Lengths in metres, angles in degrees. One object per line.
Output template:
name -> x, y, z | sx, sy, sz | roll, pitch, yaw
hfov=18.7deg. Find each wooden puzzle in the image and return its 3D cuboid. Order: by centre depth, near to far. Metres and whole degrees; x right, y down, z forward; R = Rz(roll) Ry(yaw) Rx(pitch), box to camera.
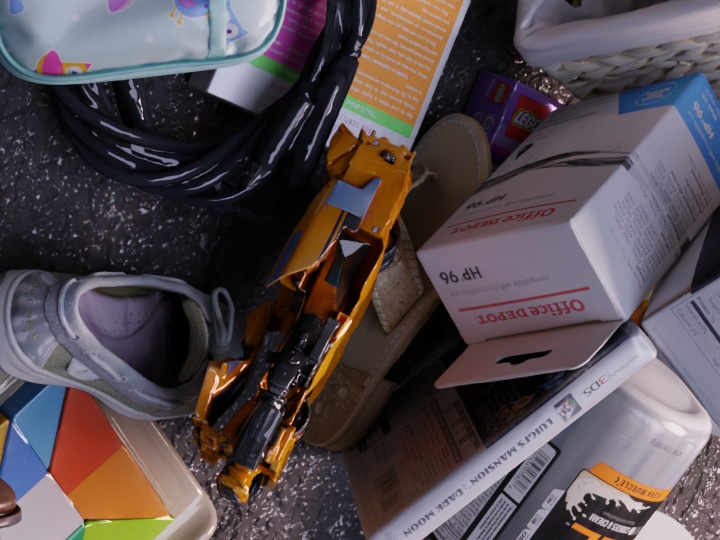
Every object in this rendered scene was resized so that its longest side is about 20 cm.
wooden puzzle -> -0.184, 0.133, 1.188 | 0.185, 0.037, 0.200 | -43, 125, -17

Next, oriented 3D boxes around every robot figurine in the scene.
robot figurine -> -0.033, 0.029, 1.157 | 0.058, 0.145, 0.201 | 26, 74, 4

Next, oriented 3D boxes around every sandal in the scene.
sandal -> 0.004, 0.002, 1.255 | 0.069, 0.078, 0.212 | 19, 99, -44

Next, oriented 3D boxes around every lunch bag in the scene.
lunch bag -> -0.114, -0.195, 1.066 | 0.160, 0.077, 0.201 | -6, 102, -10

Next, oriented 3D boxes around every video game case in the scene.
video game case -> 0.070, 0.073, 1.226 | 0.182, 0.200, 0.023 | -38, 102, 3

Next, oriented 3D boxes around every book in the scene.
book -> 0.000, -0.169, 1.216 | 0.133, 0.048, 0.201 | 24, 90, -35

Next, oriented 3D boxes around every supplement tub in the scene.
supplement tub -> 0.112, 0.136, 1.333 | 0.122, 0.123, 0.200 | 22, 110, -39

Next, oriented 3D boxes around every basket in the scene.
basket -> 0.207, -0.168, 1.254 | 0.123, 0.199, 0.136 | 39, 52, -42

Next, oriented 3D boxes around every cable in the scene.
cable -> -0.074, -0.134, 1.149 | 0.163, 0.051, 0.201 | 22, 93, -13

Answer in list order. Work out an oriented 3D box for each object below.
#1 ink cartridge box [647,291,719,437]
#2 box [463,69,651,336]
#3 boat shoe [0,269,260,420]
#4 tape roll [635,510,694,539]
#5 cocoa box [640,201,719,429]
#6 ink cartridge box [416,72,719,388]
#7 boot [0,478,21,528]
ink cartridge box -> 0.251, 0.079, 1.406 | 0.200, 0.116, 0.067 | 23, 93, -55
box -> 0.127, -0.025, 1.359 | 0.200, 0.039, 0.137 | 21, 92, -39
boat shoe -> -0.113, 0.036, 1.162 | 0.202, 0.065, 0.075 | 21, 68, -54
tape roll -> 0.150, 0.248, 1.471 | 0.202, 0.037, 0.204 | -13, 113, -32
cocoa box -> 0.256, 0.008, 1.198 | 0.131, 0.200, 0.134 | -35, 99, 26
ink cartridge box -> 0.115, -0.023, 1.202 | 0.200, 0.116, 0.068 | -46, 113, -40
boot -> -0.232, 0.019, 1.079 | 0.186, 0.064, 0.201 | 16, 93, -20
